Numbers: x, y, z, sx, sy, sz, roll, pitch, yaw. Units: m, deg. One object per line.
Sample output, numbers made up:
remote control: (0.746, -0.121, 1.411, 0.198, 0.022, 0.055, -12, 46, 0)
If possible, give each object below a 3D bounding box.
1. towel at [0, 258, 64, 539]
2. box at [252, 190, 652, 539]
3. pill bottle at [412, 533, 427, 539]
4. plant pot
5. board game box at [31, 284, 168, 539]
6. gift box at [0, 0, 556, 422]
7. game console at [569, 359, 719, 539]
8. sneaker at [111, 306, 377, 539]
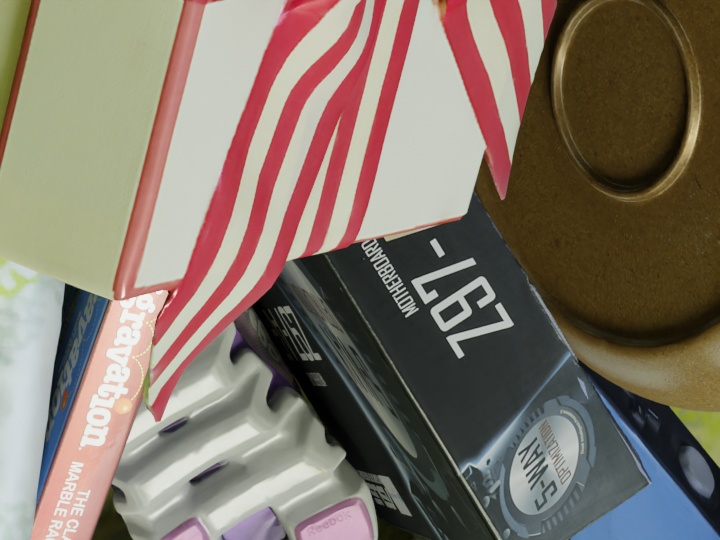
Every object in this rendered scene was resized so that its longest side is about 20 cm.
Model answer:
towel: (-0.162, 0.063, 0.663, 0.170, 0.048, 0.201, 8, 93, -14)
box: (0.000, 0.000, 0.795, 0.043, 0.200, 0.161, -32, 95, -9)
pill bottle: (0.085, 0.124, 1.037, 0.112, 0.112, 0.200, -58, 139, -29)
plant pot: (0.087, -0.054, 0.851, 0.027, 0.200, 0.201, -9, 104, -37)
board game box: (-0.085, 0.039, 0.743, 0.019, 0.103, 0.201, 12, 117, -19)
gift box: (-0.047, -0.087, 0.599, 0.184, 0.186, 0.201, -22, 128, -60)
game console: (0.140, 0.095, 0.876, 0.171, 0.118, 0.200, 50, 25, -21)
sneaker: (-0.068, 0.015, 0.844, 0.080, 0.089, 0.201, -28, 115, 0)
